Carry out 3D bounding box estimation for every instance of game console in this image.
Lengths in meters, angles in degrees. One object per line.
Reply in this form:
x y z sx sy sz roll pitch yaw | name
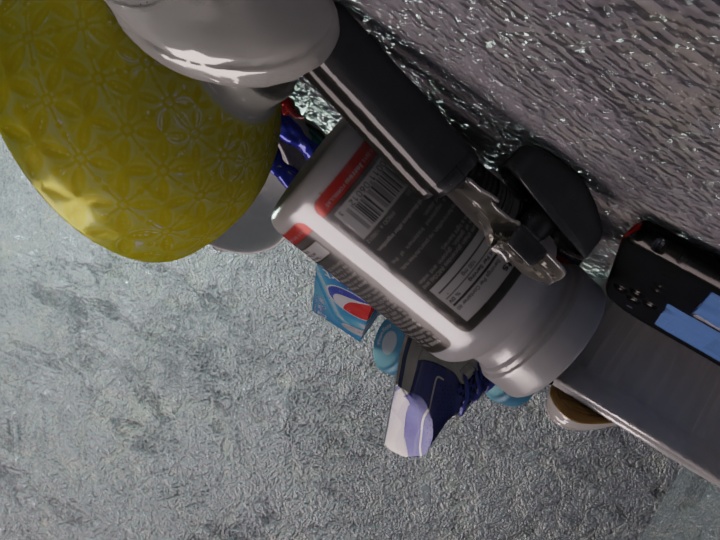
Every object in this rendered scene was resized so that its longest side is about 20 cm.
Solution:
0.244 0.044 0.545 0.199 0.031 0.177 31 179 16 | game console

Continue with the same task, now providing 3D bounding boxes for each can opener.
0.050 -0.072 0.488 0.200 0.067 0.053 46 171 -12 | can opener

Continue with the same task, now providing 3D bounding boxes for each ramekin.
0.246 0.090 0.768 0.200 0.098 0.200 33 179 1 | ramekin

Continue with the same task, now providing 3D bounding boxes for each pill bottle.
0.052 -0.014 0.579 0.200 0.116 0.116 39 177 -10 | pill bottle

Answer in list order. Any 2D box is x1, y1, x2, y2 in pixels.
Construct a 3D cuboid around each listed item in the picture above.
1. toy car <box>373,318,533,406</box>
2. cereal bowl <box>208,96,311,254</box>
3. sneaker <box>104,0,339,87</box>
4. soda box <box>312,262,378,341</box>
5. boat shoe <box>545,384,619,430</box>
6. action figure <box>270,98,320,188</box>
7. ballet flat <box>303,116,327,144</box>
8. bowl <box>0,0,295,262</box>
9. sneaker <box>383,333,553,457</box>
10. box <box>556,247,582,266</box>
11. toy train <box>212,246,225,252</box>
0.109 0.017 0.961 0.184 0.177 0.200 17 -145 -31 | toy car
-0.122 -0.118 0.824 0.199 0.083 0.201 20 138 20 | cereal bowl
-0.100 -0.157 0.411 0.199 0.075 0.089 30 160 5 | sneaker
0.000 0.000 0.852 0.064 0.068 0.200 33 161 7 | soda box
0.253 0.136 0.936 0.199 0.069 0.071 -7 -123 -41 | boat shoe
-0.077 -0.117 0.706 0.200 0.065 0.052 50 -160 -9 | action figure
-0.077 -0.136 0.899 0.200 0.070 0.069 36 179 0 | ballet flat
-0.103 -0.115 0.516 0.107 0.201 0.200 -19 149 28 | bowl
0.097 0.058 0.674 0.115 0.081 0.200 18 -141 12 | sneaker
0.080 -0.049 0.708 0.199 0.040 0.137 32 180 9 | box
-0.173 -0.125 1.064 0.085 0.201 0.114 -8 160 6 | toy train
